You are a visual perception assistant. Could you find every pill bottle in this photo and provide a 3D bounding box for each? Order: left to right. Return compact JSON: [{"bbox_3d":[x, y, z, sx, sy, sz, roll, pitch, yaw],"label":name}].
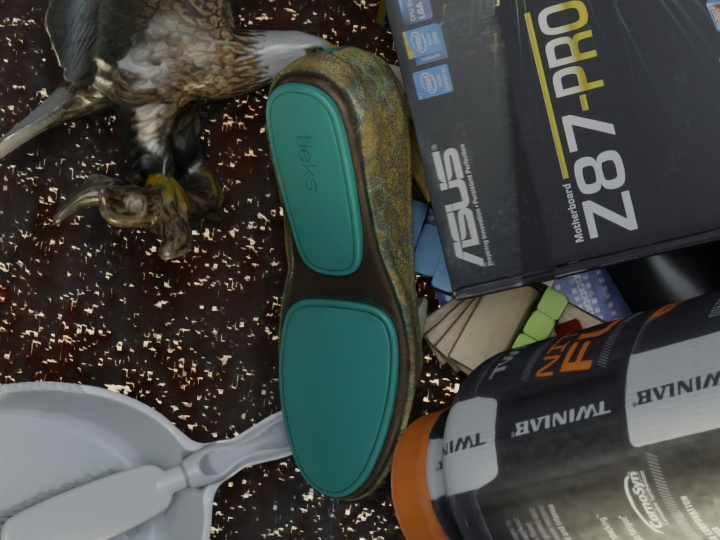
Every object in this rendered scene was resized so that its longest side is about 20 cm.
[{"bbox_3d":[0.106,0.073,0.961,0.199,0.106,0.107,-18,82,40],"label":"pill bottle"}]

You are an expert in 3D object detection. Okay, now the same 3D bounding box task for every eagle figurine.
[{"bbox_3d":[-0.073,-0.116,1.039,0.150,0.151,0.201,-3,102,-36],"label":"eagle figurine"}]

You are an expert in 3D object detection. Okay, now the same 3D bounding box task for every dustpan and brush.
[{"bbox_3d":[-0.096,0.098,1.051,0.199,0.057,0.140,-21,85,-27],"label":"dustpan and brush"}]

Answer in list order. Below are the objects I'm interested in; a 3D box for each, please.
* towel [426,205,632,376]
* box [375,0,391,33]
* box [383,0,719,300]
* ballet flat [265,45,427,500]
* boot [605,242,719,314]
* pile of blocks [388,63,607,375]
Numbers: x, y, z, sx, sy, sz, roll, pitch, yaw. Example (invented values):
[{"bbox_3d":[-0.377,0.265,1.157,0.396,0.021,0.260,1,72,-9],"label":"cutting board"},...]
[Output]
[{"bbox_3d":[0.121,-0.039,1.090,0.199,0.024,0.146,-21,86,0],"label":"towel"},{"bbox_3d":[0.092,-0.176,1.069,0.070,0.064,0.200,36,79,4],"label":"box"},{"bbox_3d":[0.095,-0.103,0.977,0.160,0.049,0.201,-12,90,18],"label":"box"},{"bbox_3d":[0.000,0.000,1.025,0.070,0.071,0.201,-5,112,0],"label":"ballet flat"},{"bbox_3d":[0.219,0.022,1.036,0.199,0.076,0.169,-20,83,-15],"label":"boot"},{"bbox_3d":[0.053,-0.005,1.047,0.082,0.062,0.200,-36,86,-1],"label":"pile of blocks"}]
